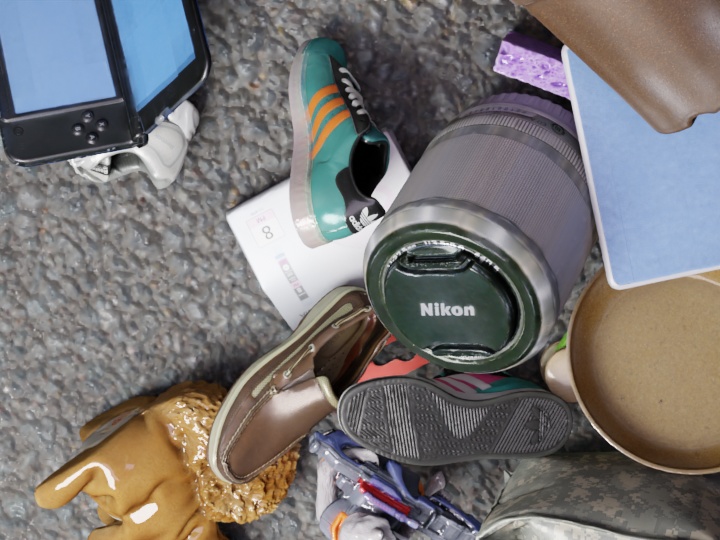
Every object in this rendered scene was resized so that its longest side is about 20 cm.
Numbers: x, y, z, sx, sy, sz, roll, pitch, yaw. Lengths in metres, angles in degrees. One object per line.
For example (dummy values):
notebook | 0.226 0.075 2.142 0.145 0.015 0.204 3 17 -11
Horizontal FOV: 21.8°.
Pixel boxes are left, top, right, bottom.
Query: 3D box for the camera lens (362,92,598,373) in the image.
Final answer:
camera lens | 0.103 -0.029 1.499 0.159 0.200 0.161 15 133 17

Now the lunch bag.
lunch bag | 0.198 0.219 1.512 0.199 0.164 0.118 10 110 15

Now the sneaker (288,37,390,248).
sneaker | -0.011 -0.112 1.543 0.080 0.071 0.201 -14 57 20

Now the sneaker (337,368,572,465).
sneaker | 0.067 0.115 1.582 0.199 0.121 0.084 5 94 -16

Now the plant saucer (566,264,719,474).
plant saucer | 0.268 0.072 1.545 0.199 0.035 0.201 0 74 1

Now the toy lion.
toy lion | 0.282 0.085 1.598 0.200 0.069 0.192 43 94 -2

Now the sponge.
sponge | 0.207 -0.147 1.537 0.199 0.112 0.030 21 103 2

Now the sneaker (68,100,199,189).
sneaker | -0.241 -0.121 1.596 0.199 0.075 0.081 10 77 6

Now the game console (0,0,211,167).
game console | -0.224 -0.207 1.526 0.170 0.118 0.201 -11 69 -11

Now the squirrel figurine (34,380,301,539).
squirrel figurine | -0.147 0.200 1.622 0.199 0.142 0.187 -30 102 12

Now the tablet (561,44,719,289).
tablet | 0.240 -0.094 1.474 0.129 0.014 0.201 -12 92 3

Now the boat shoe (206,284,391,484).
boat shoe | -0.047 0.096 1.552 0.203 0.075 0.075 -53 124 -14

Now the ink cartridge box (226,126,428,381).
ink cartridge box | 0.000 0.000 1.616 0.162 0.057 0.201 -27 91 9

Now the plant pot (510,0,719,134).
plant pot | 0.213 -0.222 1.371 0.200 0.200 0.198 -42 103 11

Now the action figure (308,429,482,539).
action figure | 0.028 0.211 1.573 0.200 0.193 0.105 34 102 -1
